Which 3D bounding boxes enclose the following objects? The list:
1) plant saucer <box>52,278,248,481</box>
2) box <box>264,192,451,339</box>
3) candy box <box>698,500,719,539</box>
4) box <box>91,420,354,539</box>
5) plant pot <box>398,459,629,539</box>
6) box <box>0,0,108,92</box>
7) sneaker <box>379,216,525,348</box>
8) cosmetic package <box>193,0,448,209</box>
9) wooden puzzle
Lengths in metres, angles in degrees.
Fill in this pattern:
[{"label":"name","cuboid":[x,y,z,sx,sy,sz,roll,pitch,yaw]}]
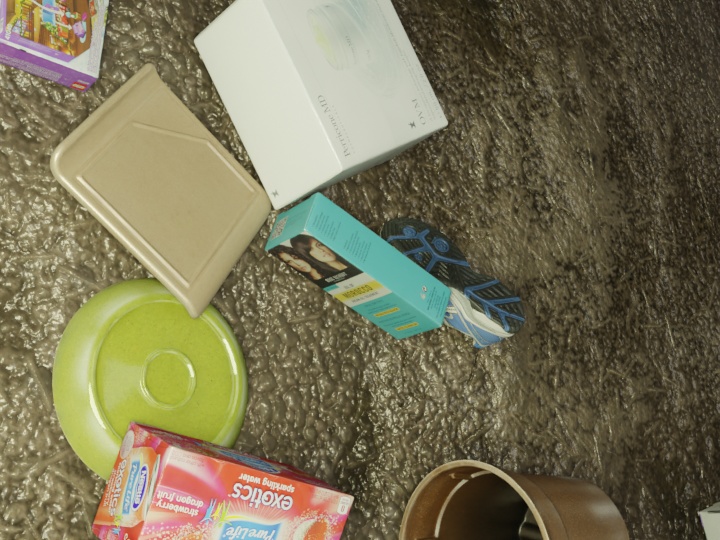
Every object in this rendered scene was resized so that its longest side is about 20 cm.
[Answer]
[{"label":"plant saucer","cuboid":[-0.183,0.102,0.846,0.198,0.031,0.203,14,67,-35]},{"label":"box","cuboid":[0.000,0.000,0.991,0.199,0.082,0.050,35,58,-25]},{"label":"candy box","cuboid":[0.605,0.413,1.353,0.198,0.071,0.170,-9,82,-40]},{"label":"box","cuboid":[-0.117,0.213,0.799,0.199,0.095,0.101,25,81,-35]},{"label":"plant pot","cuboid":[0.178,0.304,0.976,0.197,0.199,0.204,9,70,-43]},{"label":"box","cuboid":[-0.307,-0.286,0.863,0.135,0.039,0.203,16,66,-35]},{"label":"sneaker","cuboid":[0.096,0.019,1.071,0.200,0.077,0.076,42,49,2]},{"label":"cosmetic package","cuboid":[-0.038,-0.203,0.988,0.199,0.122,0.201,-30,94,-44]},{"label":"wooden puzzle","cuboid":[-0.187,-0.078,0.884,0.201,0.037,0.186,51,40,-20]}]
